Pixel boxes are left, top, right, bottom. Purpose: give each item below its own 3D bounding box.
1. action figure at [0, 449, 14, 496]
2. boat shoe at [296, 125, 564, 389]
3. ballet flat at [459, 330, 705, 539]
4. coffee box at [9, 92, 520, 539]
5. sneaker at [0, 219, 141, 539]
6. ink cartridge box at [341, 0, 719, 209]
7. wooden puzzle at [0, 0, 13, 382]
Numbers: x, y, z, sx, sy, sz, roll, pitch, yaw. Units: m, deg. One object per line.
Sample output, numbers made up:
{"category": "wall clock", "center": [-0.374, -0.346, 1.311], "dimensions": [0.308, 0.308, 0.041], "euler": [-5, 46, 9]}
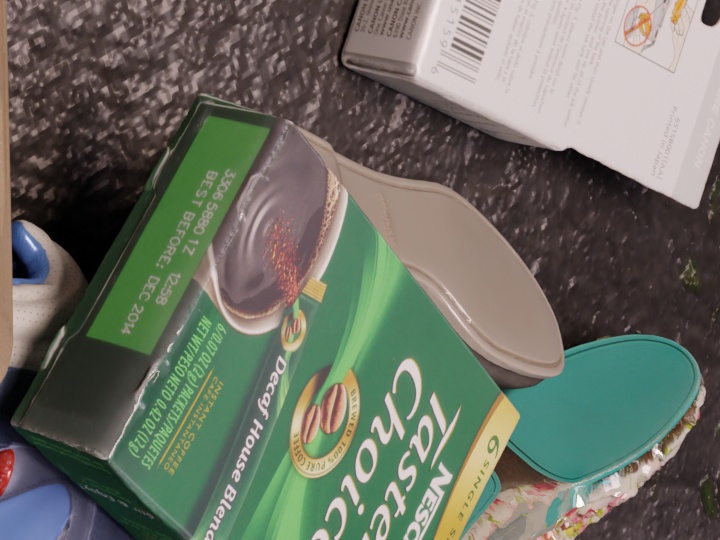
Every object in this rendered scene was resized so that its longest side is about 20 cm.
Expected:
{"category": "action figure", "center": [-0.191, 0.037, 0.675], "dimensions": [0.199, 0.052, 0.066], "euler": [21, 75, -14]}
{"category": "boat shoe", "center": [0.000, 0.000, 0.932], "dimensions": [0.200, 0.057, 0.067], "euler": [28, 45, -48]}
{"category": "ballet flat", "center": [0.051, 0.089, 0.998], "dimensions": [0.199, 0.076, 0.064], "euler": [-29, 150, -31]}
{"category": "coffee box", "center": [-0.022, 0.047, 0.832], "dimensions": [0.123, 0.044, 0.200], "euler": [-61, 145, -18]}
{"category": "sneaker", "center": [-0.154, 0.065, 0.780], "dimensions": [0.199, 0.080, 0.147], "euler": [-28, 113, -34]}
{"category": "ink cartridge box", "center": [0.092, -0.143, 0.982], "dimensions": [0.173, 0.043, 0.201], "euler": [22, 85, -45]}
{"category": "wooden puzzle", "center": [-0.125, -0.085, 0.696], "dimensions": [0.185, 0.046, 0.201], "euler": [84, 6, -66]}
